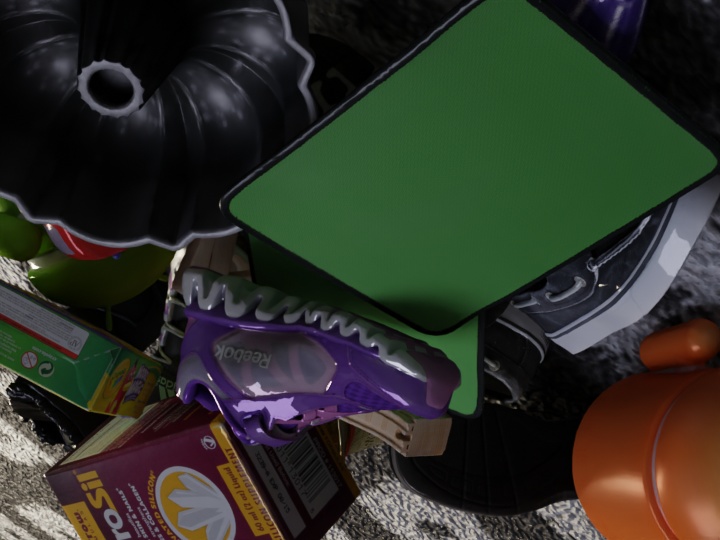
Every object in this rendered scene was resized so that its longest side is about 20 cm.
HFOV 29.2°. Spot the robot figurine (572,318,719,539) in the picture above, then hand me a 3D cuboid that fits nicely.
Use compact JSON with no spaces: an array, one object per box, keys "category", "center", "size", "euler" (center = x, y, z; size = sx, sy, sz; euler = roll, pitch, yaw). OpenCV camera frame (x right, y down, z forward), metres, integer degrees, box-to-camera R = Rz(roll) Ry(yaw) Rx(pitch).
[{"category":"robot figurine","center":[0.201,0.118,0.816],"size":[0.116,0.145,0.200],"euler":[30,166,-13]}]

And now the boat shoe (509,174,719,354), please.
[{"category":"boat shoe","center":[0.129,-0.013,0.755],"size":[0.067,0.072,0.200],"euler":[30,160,-2]}]

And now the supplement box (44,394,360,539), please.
[{"category":"supplement box","center":[-0.114,0.150,0.969],"size":[0.199,0.086,0.111],"euler":[-20,103,40]}]

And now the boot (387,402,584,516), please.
[{"category":"boot","center":[0.085,0.132,0.968],"size":[0.197,0.074,0.150],"euler":[-1,171,-27]}]

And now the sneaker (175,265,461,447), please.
[{"category":"sneaker","center":[-0.033,0.061,0.776],"size":[0.198,0.090,0.080],"euler":[13,171,40]}]

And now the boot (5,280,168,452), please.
[{"category":"boot","center":[-0.229,0.042,1.107],"size":[0.073,0.164,0.199],"euler":[9,146,34]}]

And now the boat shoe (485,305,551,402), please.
[{"category":"boat shoe","center":[0.028,0.034,0.935],"size":[0.198,0.064,0.071],"euler":[17,150,27]}]

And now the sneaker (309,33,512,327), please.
[{"category":"sneaker","center":[0.009,-0.050,0.815],"size":[0.201,0.077,0.089],"euler":[55,177,-16]}]

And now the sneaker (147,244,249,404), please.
[{"category":"sneaker","center":[-0.133,0.064,1.068],"size":[0.077,0.141,0.201],"euler":[22,152,16]}]

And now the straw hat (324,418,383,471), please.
[{"category":"straw hat","center":[-0.011,0.098,1.051],"size":[0.084,0.204,0.201],"euler":[-7,162,-20]}]

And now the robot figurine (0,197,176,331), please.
[{"category":"robot figurine","center":[-0.190,-0.065,0.903],"size":[0.115,0.175,0.202],"euler":[-18,105,33]}]

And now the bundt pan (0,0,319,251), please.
[{"category":"bundt pan","center":[-0.114,-0.109,0.673],"size":[0.199,0.076,0.204],"euler":[4,132,4]}]

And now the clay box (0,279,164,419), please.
[{"category":"clay box","center":[-0.196,0.050,0.899],"size":[0.114,0.048,0.200],"euler":[27,174,3]}]

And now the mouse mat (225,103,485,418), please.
[{"category":"mouse mat","center":[0.000,0.000,0.784],"size":[0.159,0.008,0.201],"euler":[22,145,20]}]

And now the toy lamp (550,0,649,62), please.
[{"category":"toy lamp","center":[0.089,-0.093,0.673],"size":[0.058,0.059,0.200],"euler":[31,156,1]}]

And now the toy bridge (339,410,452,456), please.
[{"category":"toy bridge","center":[-0.026,0.062,0.895],"size":[0.067,0.028,0.199],"euler":[3,-158,-38]}]

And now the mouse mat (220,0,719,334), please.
[{"category":"mouse mat","center":[0.050,-0.041,0.652],"size":[0.160,0.008,0.199],"euler":[31,134,-32]}]

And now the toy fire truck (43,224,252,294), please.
[{"category":"toy fire truck","center":[-0.094,-0.032,0.860],"size":[0.049,0.198,0.143],"euler":[20,130,61]}]
